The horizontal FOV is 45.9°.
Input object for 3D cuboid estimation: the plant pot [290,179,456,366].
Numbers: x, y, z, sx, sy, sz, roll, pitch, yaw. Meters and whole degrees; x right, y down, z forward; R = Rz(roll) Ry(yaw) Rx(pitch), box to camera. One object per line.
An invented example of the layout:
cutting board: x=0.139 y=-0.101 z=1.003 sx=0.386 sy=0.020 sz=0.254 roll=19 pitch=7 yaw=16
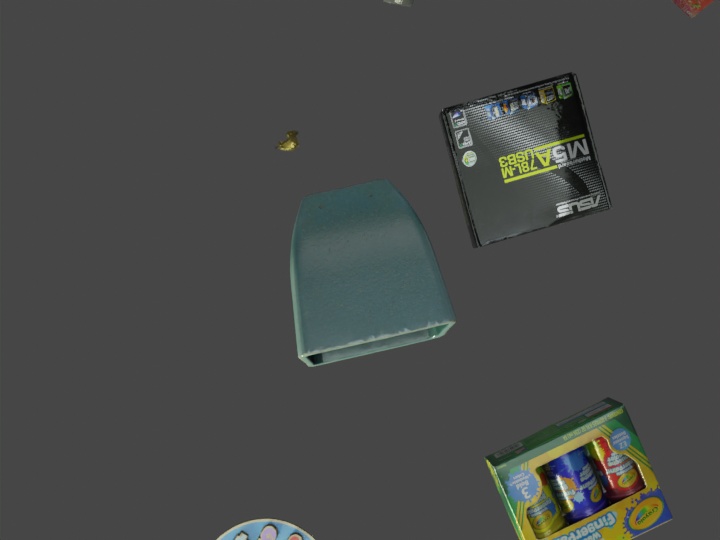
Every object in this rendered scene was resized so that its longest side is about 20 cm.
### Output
plant pot: x=0.000 y=0.000 z=1.099 sx=0.192 sy=0.196 sz=0.204 roll=-13 pitch=80 yaw=-2

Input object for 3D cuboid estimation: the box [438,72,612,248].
box: x=0.225 y=-0.150 z=1.172 sx=0.196 sy=0.048 sz=0.197 roll=-15 pitch=88 yaw=-1

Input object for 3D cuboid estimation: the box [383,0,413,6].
box: x=0.072 y=-0.451 z=1.094 sx=0.048 sy=0.200 sz=0.165 roll=9 pitch=90 yaw=-3

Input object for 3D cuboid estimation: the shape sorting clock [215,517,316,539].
shape sorting clock: x=-0.131 y=0.442 z=1.159 sx=0.196 sy=0.039 sz=0.205 roll=0 pitch=90 yaw=-2

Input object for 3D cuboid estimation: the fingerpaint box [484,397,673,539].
fingerpaint box: x=0.294 y=0.295 z=1.155 sx=0.197 sy=0.073 sz=0.169 roll=-24 pitch=90 yaw=-2

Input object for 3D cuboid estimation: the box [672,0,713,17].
box: x=0.465 y=-0.424 z=1.105 sx=0.095 sy=0.200 sz=0.100 roll=41 pitch=88 yaw=1
